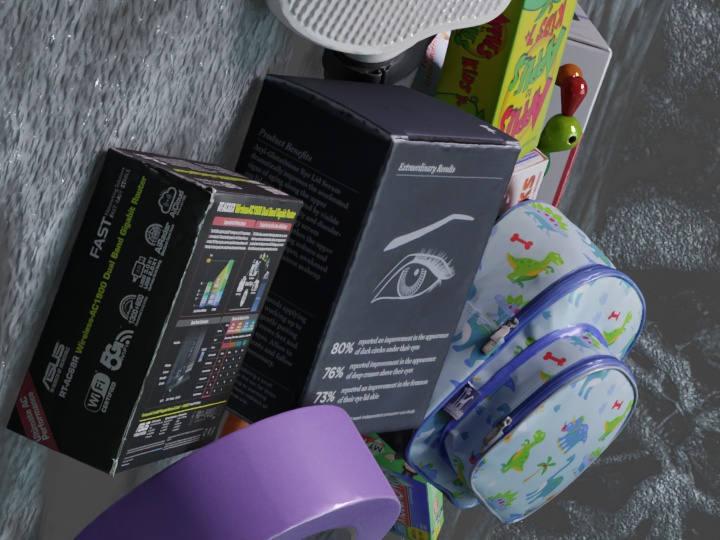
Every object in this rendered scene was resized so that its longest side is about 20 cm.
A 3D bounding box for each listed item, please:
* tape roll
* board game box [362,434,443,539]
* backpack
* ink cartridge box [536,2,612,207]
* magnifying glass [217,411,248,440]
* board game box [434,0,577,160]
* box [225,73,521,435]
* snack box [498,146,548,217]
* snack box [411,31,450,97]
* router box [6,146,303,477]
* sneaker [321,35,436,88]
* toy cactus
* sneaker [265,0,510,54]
[{"bbox_3d":[-0.077,0.159,1.321,0.199,0.066,0.200,-29,162,-11],"label":"tape roll"},{"bbox_3d":[-0.001,0.160,1.816,0.200,0.134,0.029,82,31,-69],"label":"board game box"},{"bbox_3d":[0.108,0.068,1.596,0.200,0.147,0.183,-47,152,-2],"label":"backpack"},{"bbox_3d":[0.127,-0.145,1.853,0.200,0.082,0.146,-103,-151,-71],"label":"ink cartridge box"},{"bbox_3d":[-0.103,0.161,1.569,0.201,0.022,0.080,-70,154,-21],"label":"magnifying glass"},{"bbox_3d":[0.100,-0.161,1.520,0.102,0.047,0.201,-38,147,-53],"label":"board game box"},{"bbox_3d":[-0.008,-0.008,1.397,0.148,0.104,0.201,0,113,-55],"label":"box"},{"bbox_3d":[0.077,0.001,1.646,0.072,0.024,0.201,-24,144,-38],"label":"snack box"},{"bbox_3d":[0.048,-0.149,1.607,0.024,0.072,0.201,-22,-146,51],"label":"snack box"},{"bbox_3d":[-0.103,0.019,1.204,0.200,0.062,0.151,1,111,-79],"label":"router box"},{"bbox_3d":[0.029,-0.171,1.514,0.200,0.073,0.112,-39,153,-54],"label":"sneaker"},{"bbox_3d":[0.090,-0.087,1.697,0.102,0.199,0.166,-13,109,-44],"label":"toy cactus"},{"bbox_3d":[0.003,-0.169,1.347,0.199,0.082,0.074,-7,107,-48],"label":"sneaker"}]
